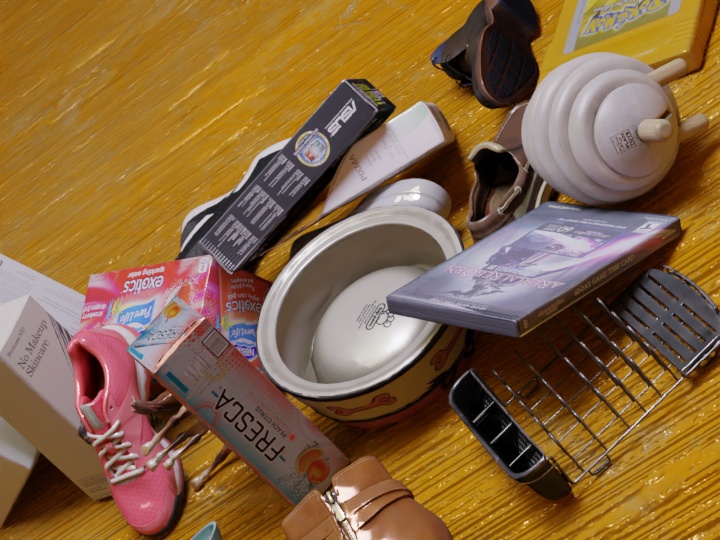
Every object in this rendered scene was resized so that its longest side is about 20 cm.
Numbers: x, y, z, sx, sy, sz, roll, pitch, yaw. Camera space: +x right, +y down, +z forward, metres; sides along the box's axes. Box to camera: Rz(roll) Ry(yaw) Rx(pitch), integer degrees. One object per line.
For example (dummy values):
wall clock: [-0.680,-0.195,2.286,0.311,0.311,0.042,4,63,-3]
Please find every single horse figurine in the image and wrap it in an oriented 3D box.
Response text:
horse figurine: [-0.129,0.124,1.698,0.133,0.200,0.050,-46,70,-1]

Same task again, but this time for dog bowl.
dog bowl: [0.014,0.045,1.651,0.199,0.074,0.201,-20,43,20]

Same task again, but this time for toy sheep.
toy sheep: [0.204,-0.118,1.600,0.138,0.138,0.200,-51,14,-13]

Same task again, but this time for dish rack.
dish rack: [0.174,0.073,1.466,0.200,0.055,0.153,-43,30,1]

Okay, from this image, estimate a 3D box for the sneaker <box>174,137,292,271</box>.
sneaker: [-0.105,-0.043,1.958,0.200,0.073,0.112,-36,32,31]

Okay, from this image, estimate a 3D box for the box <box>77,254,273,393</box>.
box: [-0.177,0.055,1.862,0.199,0.095,0.100,-8,66,47]

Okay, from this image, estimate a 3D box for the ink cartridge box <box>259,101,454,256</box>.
ink cartridge box: [-0.009,-0.088,1.815,0.199,0.050,0.161,-29,1,7]

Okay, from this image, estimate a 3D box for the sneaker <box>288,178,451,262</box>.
sneaker: [0.000,0.000,1.768,0.200,0.074,0.116,-30,33,42]

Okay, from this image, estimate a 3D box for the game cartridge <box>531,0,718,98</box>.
game cartridge: [0.251,-0.237,1.792,0.176,0.032,0.201,-18,38,39]

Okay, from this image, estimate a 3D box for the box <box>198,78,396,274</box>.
box: [-0.055,-0.090,1.800,0.200,0.044,0.160,-48,-1,8]

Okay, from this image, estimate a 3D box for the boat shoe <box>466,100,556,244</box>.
boat shoe: [0.132,-0.090,1.705,0.074,0.075,0.203,-25,34,29]

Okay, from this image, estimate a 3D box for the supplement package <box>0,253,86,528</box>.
supplement package: [-0.369,0.115,1.942,0.151,0.151,0.201,-55,10,54]

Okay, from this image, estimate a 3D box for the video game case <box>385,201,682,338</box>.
video game case: [0.137,-0.004,1.540,0.200,0.019,0.142,-29,25,-36]

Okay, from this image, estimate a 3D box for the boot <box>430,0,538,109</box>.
boot: [0.116,-0.195,1.882,0.097,0.075,0.200,-40,20,32]

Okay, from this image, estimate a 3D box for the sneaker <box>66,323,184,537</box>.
sneaker: [-0.223,0.145,1.755,0.073,0.087,0.201,-23,76,23]

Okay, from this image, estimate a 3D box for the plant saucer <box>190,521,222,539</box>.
plant saucer: [-0.164,0.293,1.568,0.200,0.036,0.200,-52,5,6]

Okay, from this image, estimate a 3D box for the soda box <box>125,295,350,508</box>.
soda box: [-0.099,0.112,1.606,0.064,0.200,0.068,-47,30,-8]

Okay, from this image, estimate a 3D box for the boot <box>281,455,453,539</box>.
boot: [-0.023,0.238,1.415,0.200,0.077,0.155,-39,57,0]

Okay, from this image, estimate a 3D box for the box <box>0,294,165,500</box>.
box: [-0.278,0.120,1.819,0.068,0.200,0.082,-18,38,37]
